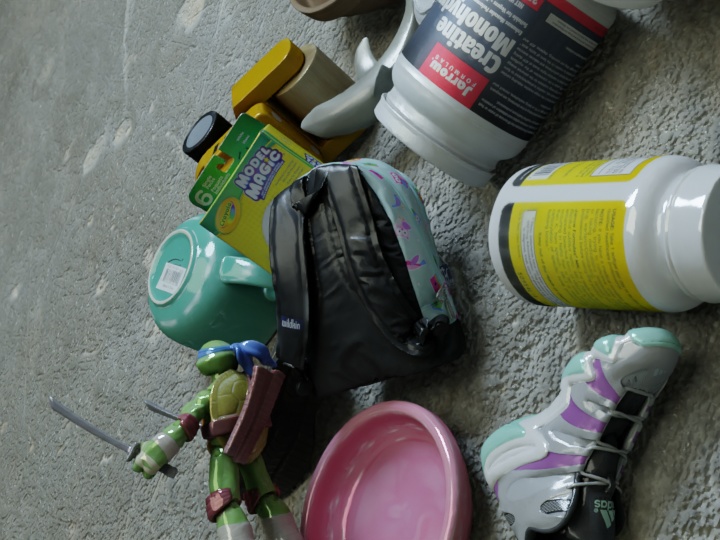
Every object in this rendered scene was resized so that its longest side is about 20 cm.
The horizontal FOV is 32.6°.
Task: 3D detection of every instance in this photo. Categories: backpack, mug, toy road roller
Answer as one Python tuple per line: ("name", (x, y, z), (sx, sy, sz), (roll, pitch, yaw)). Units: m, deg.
("backpack", (0.000, 0.000, 1.106), (0.166, 0.127, 0.201), (-18, 88, 23))
("mug", (-0.155, 0.005, 1.356), (0.185, 0.114, 0.152), (-43, 42, 31))
("toy road roller", (-0.087, -0.128, 1.296), (0.200, 0.123, 0.146), (-42, 30, 17))

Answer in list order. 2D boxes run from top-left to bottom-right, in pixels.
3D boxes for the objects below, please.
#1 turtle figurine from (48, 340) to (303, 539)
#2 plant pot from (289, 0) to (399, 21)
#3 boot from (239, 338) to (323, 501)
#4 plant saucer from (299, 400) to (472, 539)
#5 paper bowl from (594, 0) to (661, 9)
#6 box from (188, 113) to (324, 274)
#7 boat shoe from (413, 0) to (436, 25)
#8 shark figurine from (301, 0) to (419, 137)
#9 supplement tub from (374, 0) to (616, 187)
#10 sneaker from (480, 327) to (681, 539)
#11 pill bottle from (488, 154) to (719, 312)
("turtle figurine", (-0.144, 0.175, 1.111), (0.199, 0.144, 0.194), (-20, 75, -3))
("plant pot", (0.012, -0.355, 1.352), (0.201, 0.093, 0.201), (-33, 45, 40))
("boot", (-0.074, 0.126, 1.245), (0.138, 0.077, 0.200), (-87, 21, -60))
("plant saucer", (0.027, 0.215, 1.063), (0.200, 0.051, 0.201), (-29, 50, 40))
("paper bowl", (0.203, -0.288, 0.984), (0.104, 0.200, 0.201), (-60, 33, 39))
("box", (-0.065, -0.054, 1.208), (0.117, 0.200, 0.048), (-54, 3, 17))
("boat shoe", (0.065, -0.318, 1.180), (0.072, 0.068, 0.201), (-20, 55, 46))
("shark figurine", (0.027, -0.218, 1.208), (0.128, 0.089, 0.215), (23, 100, 12))
("supplement tub", (0.117, -0.189, 1.089), (0.200, 0.140, 0.140), (-55, 37, 16))
("sneaker", (0.177, 0.145, 0.894), (0.200, 0.078, 0.140), (-51, 39, 36))
("pill bottle", (0.201, -0.027, 0.915), (0.200, 0.114, 0.115), (2, 73, 53))
